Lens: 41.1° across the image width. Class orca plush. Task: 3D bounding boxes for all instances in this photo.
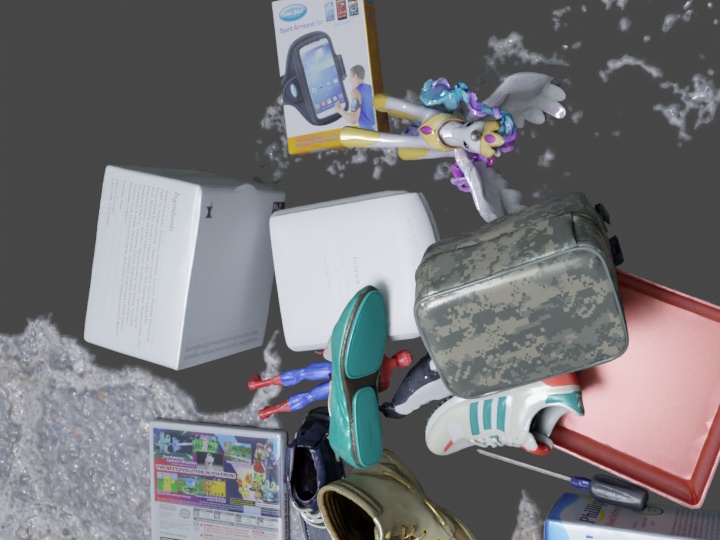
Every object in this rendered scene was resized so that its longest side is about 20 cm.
[{"bbox_3d":[0.111,0.102,1.075,0.104,0.072,0.200,31,124,-28],"label":"orca plush"}]

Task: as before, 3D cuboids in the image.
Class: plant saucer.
[{"bbox_3d":[0.291,0.112,0.997,0.197,0.037,0.203,22,102,21],"label":"plant saucer"}]

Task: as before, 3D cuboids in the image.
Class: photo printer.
[{"bbox_3d":[0.000,0.000,1.096,0.196,0.069,0.170,-7,91,23],"label":"photo printer"}]

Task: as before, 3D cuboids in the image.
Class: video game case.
[{"bbox_3d":[-0.181,0.288,1.219,0.196,0.023,0.186,1,94,24],"label":"video game case"}]

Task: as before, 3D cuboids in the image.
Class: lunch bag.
[{"bbox_3d":[0.157,0.011,0.939,0.197,0.169,0.141,-19,119,16],"label":"lunch bag"}]

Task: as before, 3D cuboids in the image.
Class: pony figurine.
[{"bbox_3d":[0.107,-0.134,0.996,0.198,0.191,0.170,15,96,40],"label":"pony figurine"}]

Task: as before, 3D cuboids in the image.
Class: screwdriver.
[{"bbox_3d":[0.213,0.223,1.035,0.197,0.028,0.030,6,122,37],"label":"screwdriver"}]

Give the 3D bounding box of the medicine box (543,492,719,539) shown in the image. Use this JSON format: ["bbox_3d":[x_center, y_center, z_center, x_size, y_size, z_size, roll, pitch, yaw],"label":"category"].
[{"bbox_3d":[0.290,0.340,0.977,0.196,0.103,0.186,2,94,22],"label":"medicine box"}]

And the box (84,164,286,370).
[{"bbox_3d":[-0.197,-0.010,1.109,0.128,0.198,0.204,13,98,22],"label":"box"}]

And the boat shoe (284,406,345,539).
[{"bbox_3d":[-0.053,0.267,1.108,0.073,0.093,0.204,0,106,19],"label":"boat shoe"}]

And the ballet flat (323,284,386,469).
[{"bbox_3d":[-0.013,0.114,1.050,0.070,0.067,0.204,9,103,44],"label":"ballet flat"}]

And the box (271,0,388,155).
[{"bbox_3d":[-0.037,-0.243,1.112,0.117,0.041,0.204,-7,93,23],"label":"box"}]

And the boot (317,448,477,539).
[{"bbox_3d":[0.048,0.293,1.048,0.073,0.155,0.201,-46,77,19],"label":"boot"}]

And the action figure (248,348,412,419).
[{"bbox_3d":[-0.031,0.125,1.130,0.197,0.052,0.067,-15,93,18],"label":"action figure"}]

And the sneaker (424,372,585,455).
[{"bbox_3d":[0.149,0.161,1.006,0.199,0.070,0.095,-40,57,29],"label":"sneaker"}]
